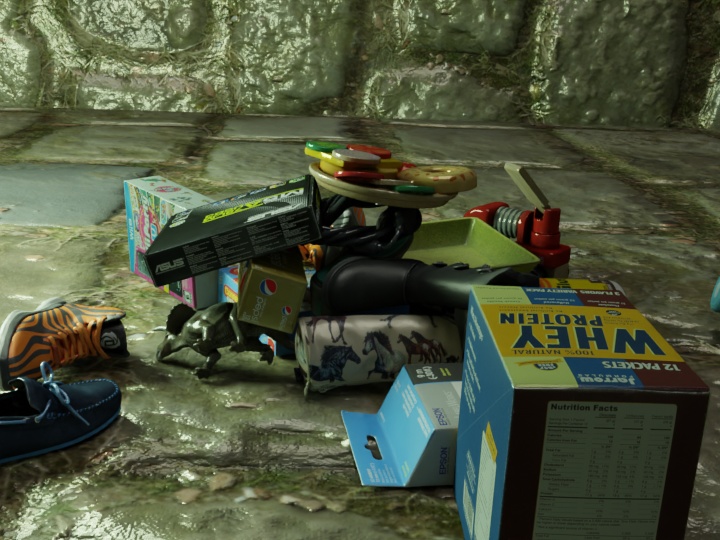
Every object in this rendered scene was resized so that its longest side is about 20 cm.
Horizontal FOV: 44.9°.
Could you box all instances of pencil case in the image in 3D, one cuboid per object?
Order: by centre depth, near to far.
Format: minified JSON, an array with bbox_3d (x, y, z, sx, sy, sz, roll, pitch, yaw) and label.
[{"bbox_3d":[0.024,0.096,1.001,0.198,0.090,0.078,-1,-10,-12],"label":"pencil case"}]

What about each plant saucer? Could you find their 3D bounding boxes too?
[{"bbox_3d":[0.117,-0.015,1.226,0.198,0.048,0.200,-7,23,-19],"label":"plant saucer"}]

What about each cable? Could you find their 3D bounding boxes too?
[{"bbox_3d":[-0.006,-0.063,1.115,0.162,0.051,0.200,-6,21,14],"label":"cable"}]

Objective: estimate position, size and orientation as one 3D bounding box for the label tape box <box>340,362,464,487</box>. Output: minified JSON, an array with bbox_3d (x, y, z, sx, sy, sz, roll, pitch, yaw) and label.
[{"bbox_3d":[0.089,0.148,0.869,0.198,0.067,0.143,1,18,-10],"label":"label tape box"}]

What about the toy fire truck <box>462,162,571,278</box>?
[{"bbox_3d":[0.231,-0.075,1.344,0.175,0.202,0.128,17,23,38],"label":"toy fire truck"}]

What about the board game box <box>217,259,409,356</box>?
[{"bbox_3d":[-0.067,0.040,1.187,0.199,0.056,0.196,-8,22,-30],"label":"board game box"}]

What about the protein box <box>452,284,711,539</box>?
[{"bbox_3d":[0.157,0.140,0.686,0.134,0.202,0.199,2,18,-2],"label":"protein box"}]

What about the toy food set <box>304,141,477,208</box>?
[{"bbox_3d":[0.031,-0.121,1.095,0.197,0.049,0.199,-5,22,-41],"label":"toy food set"}]

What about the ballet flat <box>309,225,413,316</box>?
[{"bbox_3d":[0.000,0.000,1.109,0.067,0.064,0.200,24,37,25],"label":"ballet flat"}]

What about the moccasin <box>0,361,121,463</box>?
[{"bbox_3d":[-0.319,0.137,0.839,0.080,0.069,0.199,17,23,37],"label":"moccasin"}]

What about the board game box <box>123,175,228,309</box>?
[{"bbox_3d":[-0.270,-0.045,1.271,0.064,0.149,0.199,-14,24,-36],"label":"board game box"}]

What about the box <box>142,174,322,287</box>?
[{"bbox_3d":[-0.144,-0.054,1.045,0.198,0.048,0.193,-16,15,3],"label":"box"}]

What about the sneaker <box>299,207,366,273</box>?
[{"bbox_3d":[-0.059,-0.025,1.198,0.111,0.078,0.200,-15,28,18],"label":"sneaker"}]

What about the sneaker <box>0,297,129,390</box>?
[{"bbox_3d":[-0.326,0.077,0.982,0.111,0.078,0.200,3,18,3],"label":"sneaker"}]

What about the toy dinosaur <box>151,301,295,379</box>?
[{"bbox_3d":[-0.153,0.068,1.025,0.198,0.077,0.103,-12,41,-3],"label":"toy dinosaur"}]

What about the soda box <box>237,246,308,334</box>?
[{"bbox_3d":[-0.109,0.007,1.052,0.067,0.064,0.200,16,14,-12],"label":"soda box"}]

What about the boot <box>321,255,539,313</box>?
[{"bbox_3d":[0.076,0.024,0.976,0.164,0.066,0.199,-13,16,-37],"label":"boot"}]

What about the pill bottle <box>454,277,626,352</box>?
[{"bbox_3d":[0.219,0.064,1.069,0.198,0.110,0.109,1,18,-3],"label":"pill bottle"}]

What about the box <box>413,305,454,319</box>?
[{"bbox_3d":[0.126,0.017,1.299,0.199,0.046,0.158,17,23,36],"label":"box"}]

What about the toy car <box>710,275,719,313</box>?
[{"bbox_3d":[0.593,0.027,1.232,0.183,0.178,0.200,20,-7,12],"label":"toy car"}]
